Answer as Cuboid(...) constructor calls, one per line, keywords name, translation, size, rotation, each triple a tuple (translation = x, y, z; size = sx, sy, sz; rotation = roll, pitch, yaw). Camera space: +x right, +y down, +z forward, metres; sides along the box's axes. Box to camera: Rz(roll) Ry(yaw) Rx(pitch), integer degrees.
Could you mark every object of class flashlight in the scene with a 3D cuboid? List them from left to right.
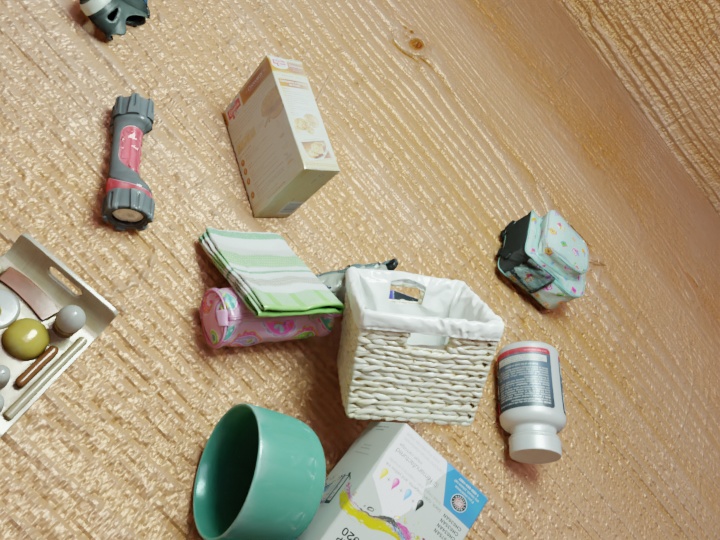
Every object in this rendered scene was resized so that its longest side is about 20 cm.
Cuboid(name="flashlight", translation=(-0.315, -0.155, 0.832), size=(0.067, 0.068, 0.201), rotation=(14, 58, -33))

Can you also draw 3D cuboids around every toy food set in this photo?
Cuboid(name="toy food set", translation=(-0.384, 0.069, 0.649), size=(0.143, 0.060, 0.200), rotation=(44, 45, -13))

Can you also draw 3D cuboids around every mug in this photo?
Cuboid(name="mug", translation=(-0.117, 0.263, 0.713), size=(0.114, 0.152, 0.186), rotation=(25, 81, -32))

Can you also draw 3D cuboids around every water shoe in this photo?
Cuboid(name="water shoe", translation=(-0.371, -0.435, 0.961), size=(0.079, 0.071, 0.201), rotation=(62, 35, -35))

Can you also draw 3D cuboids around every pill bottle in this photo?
Cuboid(name="pill bottle", translation=(0.317, 0.245, 1.113), size=(0.119, 0.119, 0.201), rotation=(26, 51, -27))

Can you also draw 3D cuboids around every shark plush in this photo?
Cuboid(name="shark plush", translation=(0.000, 0.000, 1.012), size=(0.200, 0.083, 0.091), rotation=(-36, 130, -41))

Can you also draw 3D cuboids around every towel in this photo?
Cuboid(name="towel", translation=(-0.127, -0.002, 0.859), size=(0.148, 0.031, 0.200), rotation=(-1, 32, -41))

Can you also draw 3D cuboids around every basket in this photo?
Cuboid(name="basket", translation=(0.071, 0.105, 0.861), size=(0.197, 0.162, 0.200), rotation=(7, 15, -9))

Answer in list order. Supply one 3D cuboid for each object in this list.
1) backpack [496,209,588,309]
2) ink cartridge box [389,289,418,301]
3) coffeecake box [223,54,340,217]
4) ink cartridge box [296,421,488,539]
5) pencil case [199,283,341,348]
Cuboid(name="backpack", translation=(0.421, -0.021, 1.338), size=(0.200, 0.153, 0.176), rotation=(45, 39, -20))
Cuboid(name="ink cartridge box", translation=(0.082, 0.137, 1.027), size=(0.199, 0.043, 0.199), rotation=(18, 56, -31))
Cuboid(name="coffeecake box", translation=(-0.132, -0.209, 0.961), size=(0.073, 0.153, 0.201), rotation=(-5, 70, -43))
Cuboid(name="ink cartridge box", translation=(0.025, 0.315, 0.749), size=(0.147, 0.145, 0.200), rotation=(43, 69, -5))
Cuboid(name="pencil case", translation=(-0.127, 0.062, 0.859), size=(0.199, 0.087, 0.088), rotation=(0, 66, -40))
